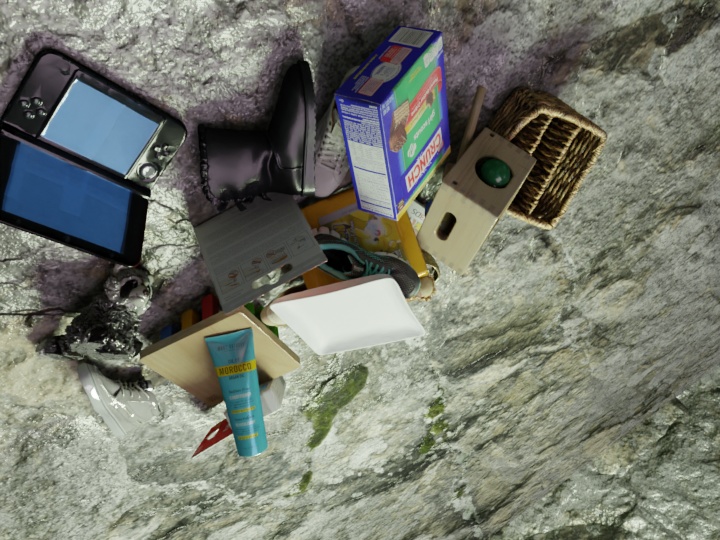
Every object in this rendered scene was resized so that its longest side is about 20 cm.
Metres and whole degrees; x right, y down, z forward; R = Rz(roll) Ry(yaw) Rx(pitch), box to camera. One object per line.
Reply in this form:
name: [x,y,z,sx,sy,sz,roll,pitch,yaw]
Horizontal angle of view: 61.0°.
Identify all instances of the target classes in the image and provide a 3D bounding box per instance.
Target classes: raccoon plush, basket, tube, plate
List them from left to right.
raccoon plush: [-0.400,0.057,0.915,0.196,0.136,0.097,-2,156,11]
tube: [-0.193,0.197,0.988,0.076,0.050,0.204,-11,100,-9]
plate: [-0.014,0.068,0.962,0.196,0.033,0.200,-13,146,16]
basket: [0.297,-0.193,1.060,0.141,0.150,0.202,2,128,-34]

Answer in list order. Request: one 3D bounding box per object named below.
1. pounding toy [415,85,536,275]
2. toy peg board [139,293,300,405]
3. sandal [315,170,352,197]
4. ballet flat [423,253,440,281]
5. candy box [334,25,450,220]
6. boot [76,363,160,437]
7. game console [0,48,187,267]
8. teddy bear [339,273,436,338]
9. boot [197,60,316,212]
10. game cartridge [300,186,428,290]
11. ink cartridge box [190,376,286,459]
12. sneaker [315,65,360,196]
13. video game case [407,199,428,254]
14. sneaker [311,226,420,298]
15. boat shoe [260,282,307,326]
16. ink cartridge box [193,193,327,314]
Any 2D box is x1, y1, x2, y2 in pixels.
pounding toy: [0.179,-0.144,0.985,0.185,0.141,0.201,-50,169,-34]
toy peg board: [-0.239,0.121,1.063,0.197,0.099,0.201,-24,138,12]
sandal: [0.005,-0.174,0.958,0.199,0.054,0.081,-36,139,1]
ballet flat: [0.064,0.006,1.122,0.197,0.071,0.072,-5,131,-30]
candy box: [0.053,-0.200,0.849,0.170,0.076,0.202,-53,150,-29]
boot: [-0.405,0.205,1.041,0.094,0.074,0.202,-26,146,-19]
game console: [-0.322,-0.128,0.740,0.173,0.119,0.199,-48,137,16]
teddy bear: [0.034,0.037,1.065,0.200,0.067,0.145,-43,108,8]
boot: [-0.143,-0.183,0.842,0.159,0.074,0.202,-4,116,-12]
game cartridge: [-0.009,-0.041,0.994,0.197,0.032,0.179,-22,100,1]
ink cartridge box: [-0.224,0.255,1.121,0.174,0.045,0.200,-28,-178,-4]
sneaker: [-0.037,-0.193,0.879,0.072,0.085,0.202,21,114,-6]
video game case: [0.064,-0.038,1.147,0.181,0.023,0.200,26,112,-44]
sneaker: [0.000,0.000,0.942,0.197,0.091,0.079,20,100,-4]
boat shoe: [-0.100,0.059,1.072,0.064,0.073,0.199,-25,175,27]
ink cartridge box: [-0.144,-0.027,0.887,0.159,0.201,0.050,-28,139,-6]
